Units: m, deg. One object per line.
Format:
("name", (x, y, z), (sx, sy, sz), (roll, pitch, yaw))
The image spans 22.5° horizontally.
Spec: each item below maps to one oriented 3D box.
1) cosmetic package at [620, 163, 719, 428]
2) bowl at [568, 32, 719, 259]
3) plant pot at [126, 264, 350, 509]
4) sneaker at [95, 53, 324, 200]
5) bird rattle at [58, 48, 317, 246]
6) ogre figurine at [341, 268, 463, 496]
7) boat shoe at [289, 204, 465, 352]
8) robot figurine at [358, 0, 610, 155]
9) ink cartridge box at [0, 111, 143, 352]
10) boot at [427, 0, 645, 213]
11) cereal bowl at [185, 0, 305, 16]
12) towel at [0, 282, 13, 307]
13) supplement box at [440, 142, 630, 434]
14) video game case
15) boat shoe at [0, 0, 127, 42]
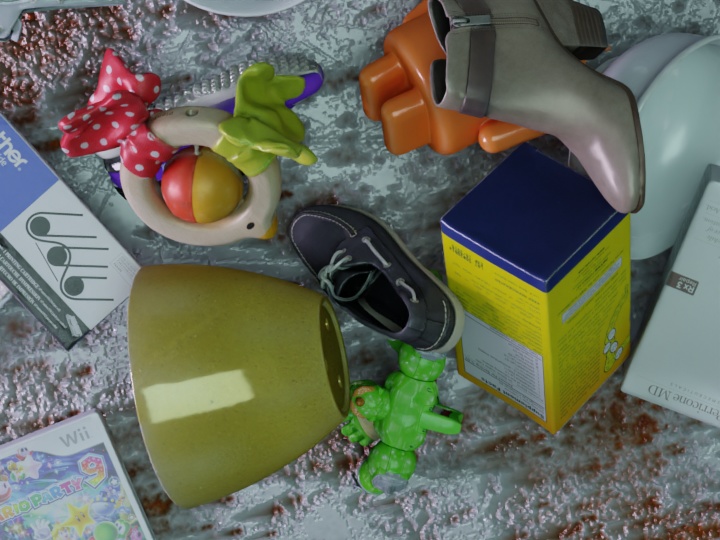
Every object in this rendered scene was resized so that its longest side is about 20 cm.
("cosmetic package", (0.299, 0.022, 1.508), (0.102, 0.074, 0.200), (20, 108, 5))
("bowl", (0.234, -0.117, 1.499), (0.090, 0.201, 0.201), (33, 99, 34))
("plant pot", (-0.088, 0.082, 1.458), (0.142, 0.200, 0.200), (-10, 102, 10))
("sneaker", (-0.114, -0.107, 1.505), (0.200, 0.070, 0.100), (-23, 109, 3))
("bird rattle", (-0.134, -0.084, 1.425), (0.200, 0.113, 0.163), (-4, 128, -1))
("ogre figurine", (0.037, 0.105, 1.530), (0.098, 0.120, 0.200), (34, 96, -11))
("boat shoe", (0.000, 0.000, 1.475), (0.063, 0.200, 0.073), (7, 115, -48))
("robot figurine", (0.098, -0.171, 1.479), (0.200, 0.144, 0.117), (-26, 115, -8))
("ink cartridge box", (-0.274, -0.038, 1.487), (0.094, 0.044, 0.200), (-42, 101, -3))
("boot", (0.127, -0.132, 1.373), (0.146, 0.070, 0.200), (-2, 63, -21))
("cereal bowl", (-0.088, -0.307, 1.445), (0.200, 0.083, 0.200), (2, 107, 5))
("towel", (-0.362, -0.007, 1.514), (0.200, 0.031, 0.149), (-45, 103, 4))
("supplement box", (0.145, 0.016, 1.464), (0.110, 0.109, 0.200), (-42, 147, -25))
("video game case", (-0.256, 0.236, 1.579), (0.143, 0.018, 0.200), (-22, 102, 0))
("boat shoe", (-0.285, -0.219, 1.458), (0.201, 0.070, 0.072), (-13, 97, -6))
